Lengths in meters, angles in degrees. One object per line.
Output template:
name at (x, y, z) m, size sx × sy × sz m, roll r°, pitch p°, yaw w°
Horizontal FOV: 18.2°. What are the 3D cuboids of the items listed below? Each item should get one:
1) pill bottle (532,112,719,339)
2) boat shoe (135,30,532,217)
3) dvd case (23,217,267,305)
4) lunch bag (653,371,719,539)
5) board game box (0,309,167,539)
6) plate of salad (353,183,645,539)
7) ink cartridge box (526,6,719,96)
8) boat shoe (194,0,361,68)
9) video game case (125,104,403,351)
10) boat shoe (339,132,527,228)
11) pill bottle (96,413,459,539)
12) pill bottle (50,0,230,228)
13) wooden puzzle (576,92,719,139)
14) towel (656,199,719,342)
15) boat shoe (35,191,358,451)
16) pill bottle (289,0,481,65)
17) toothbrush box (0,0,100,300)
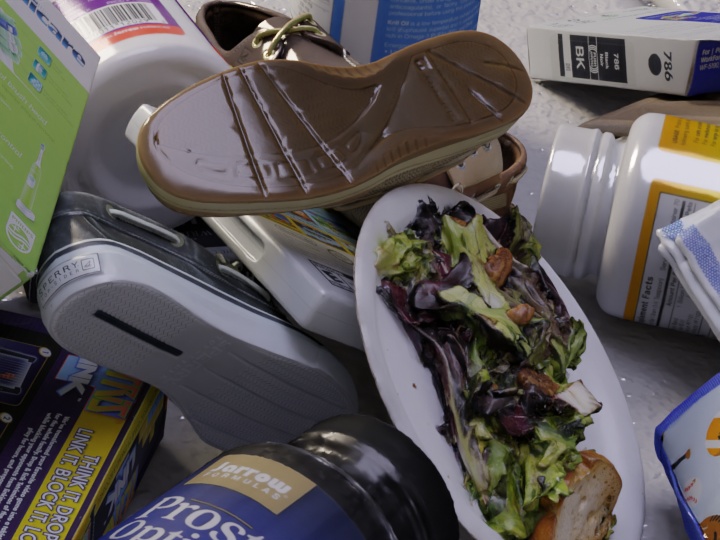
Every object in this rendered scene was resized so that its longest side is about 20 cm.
pill bottle at (0.192, -0.018, 1.169) m, size 0.198 × 0.110 × 0.109 m, roll 13°, pitch 32°, yaw 7°
boat shoe at (-0.014, -0.055, 1.021) m, size 0.199 × 0.065 × 0.072 m, roll -13°, pitch 68°, yaw -29°
dvd case at (-0.123, -0.048, 1.227) m, size 0.149 × 0.025 × 0.200 m, roll -4°, pitch 33°, yaw -17°
lunch bag at (0.244, 0.102, 0.983) m, size 0.198 × 0.125 × 0.170 m, roll -11°, pitch 34°, yaw -5°
board game box at (-0.187, 0.089, 0.966) m, size 0.164 × 0.057 × 0.200 m, roll 14°, pitch 32°, yaw 6°
plate of salad at (0.072, 0.046, 1.000) m, size 0.200 × 0.048 × 0.201 m, roll 34°, pitch 39°, yaw -33°
ink cartridge box at (0.196, -0.133, 1.353) m, size 0.099 × 0.040 × 0.200 m, roll -11°, pitch 12°, yaw -28°
boat shoe at (-0.043, -0.107, 1.197) m, size 0.071 × 0.060 × 0.200 m, roll -17°, pitch 18°, yaw -17°
video game case at (0.000, 0.000, 1.088) m, size 0.199 × 0.023 × 0.182 m, roll 23°, pitch 16°, yaw -43°
boat shoe at (0.033, -0.053, 1.154) m, size 0.076 × 0.072 × 0.200 m, roll 36°, pitch 13°, yaw 14°
pill bottle at (-0.050, 0.135, 0.868) m, size 0.111 × 0.113 × 0.200 m, roll 25°, pitch 36°, yaw 26°
pill bottle at (-0.144, -0.113, 1.199) m, size 0.111 × 0.112 × 0.200 m, roll -8°, pitch 35°, yaw -23°
wooden puzzle at (0.240, -0.079, 1.282) m, size 0.199 × 0.047 × 0.185 m, roll -1°, pitch 11°, yaw 27°
towel at (0.262, -0.006, 1.093) m, size 0.199 × 0.024 × 0.147 m, roll -31°, pitch 81°, yaw -1°
boat shoe at (-0.067, 0.021, 0.991) m, size 0.072 × 0.200 × 0.071 m, roll -29°, pitch 52°, yaw 19°
pill bottle at (0.017, -0.174, 1.291) m, size 0.111 × 0.201 × 0.113 m, roll 6°, pitch 32°, yaw -4°
toothbrush box at (-0.203, -0.039, 0.963) m, size 0.145 × 0.086 × 0.200 m, roll -33°, pitch 23°, yaw 21°
